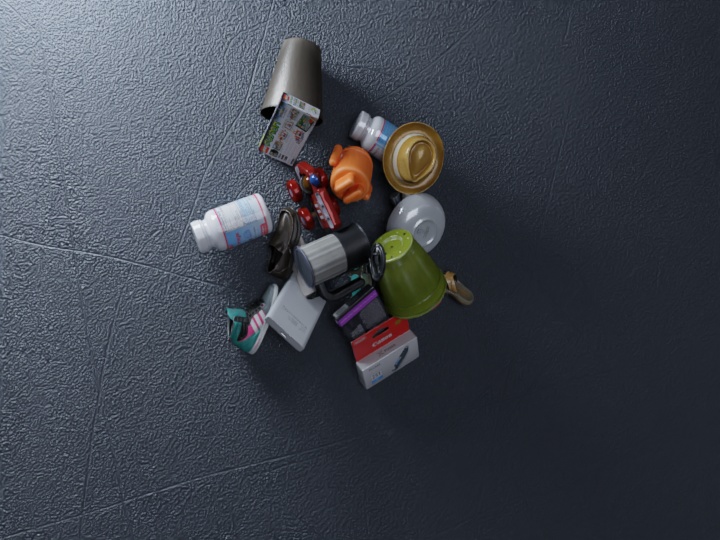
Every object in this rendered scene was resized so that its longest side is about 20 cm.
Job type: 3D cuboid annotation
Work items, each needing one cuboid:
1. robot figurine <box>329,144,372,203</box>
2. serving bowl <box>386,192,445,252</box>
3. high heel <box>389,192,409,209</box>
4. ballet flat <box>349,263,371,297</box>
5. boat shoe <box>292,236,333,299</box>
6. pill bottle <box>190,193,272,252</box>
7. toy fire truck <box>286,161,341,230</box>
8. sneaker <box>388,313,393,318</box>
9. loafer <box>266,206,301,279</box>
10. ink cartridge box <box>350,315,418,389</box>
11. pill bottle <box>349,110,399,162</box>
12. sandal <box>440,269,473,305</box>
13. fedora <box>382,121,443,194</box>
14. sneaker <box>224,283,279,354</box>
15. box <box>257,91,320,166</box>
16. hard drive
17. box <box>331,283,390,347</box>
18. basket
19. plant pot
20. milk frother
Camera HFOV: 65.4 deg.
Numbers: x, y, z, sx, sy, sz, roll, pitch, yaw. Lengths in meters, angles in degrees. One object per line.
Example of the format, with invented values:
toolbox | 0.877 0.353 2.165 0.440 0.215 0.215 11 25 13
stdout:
robot figurine | -0.024 -0.276 1.584 0.141 0.202 0.118 16 130 -5
serving bowl | 0.175 -0.124 1.665 0.196 0.066 0.204 -14 122 -22
high heel | 0.174 -0.220 1.724 0.200 0.071 0.144 -45 126 -26
ballet flat | 0.000 0.000 1.656 0.073 0.074 0.205 -4 94 -19
boat shoe | -0.146 -0.018 1.602 0.092 0.074 0.204 -7 76 -53
pill bottle | -0.343 -0.121 1.493 0.197 0.108 0.111 -23 98 -17
toy fire truck | -0.119 -0.207 1.549 0.111 0.167 0.203 -26 99 -17
sneaker | 0.173 0.111 1.699 0.197 0.087 0.075 -19 97 -19
loafer | -0.215 -0.076 1.547 0.071 0.072 0.205 3 96 -50
ink cartridge box | 0.076 0.233 1.643 0.198 0.045 0.178 -29 134 -18
pill bottle | 0.070 -0.380 1.647 0.197 0.108 0.111 28 82 -18
sandal | 0.284 0.041 1.741 0.198 0.054 0.081 30 48 -20
fedora | 0.158 -0.313 1.581 0.196 0.082 0.205 -3 106 -10
sneaker | -0.307 0.116 1.533 0.119 0.083 0.204 25 83 -28
box | -0.195 -0.376 1.509 0.108 0.200 0.035 22 53 -18
hard drive | -0.175 0.109 1.541 0.132 0.027 0.201 44 36 -16
box | 0.018 0.158 1.634 0.142 0.036 0.202 -39 123 -14
basket | -0.177 -0.519 1.547 0.176 0.136 0.205 6 82 7
plant pot | 0.122 -0.004 1.585 0.200 0.199 0.194 -42 129 -14
milk frother | -0.048 -0.023 1.472 0.186 0.200 0.183 -25 86 -22
